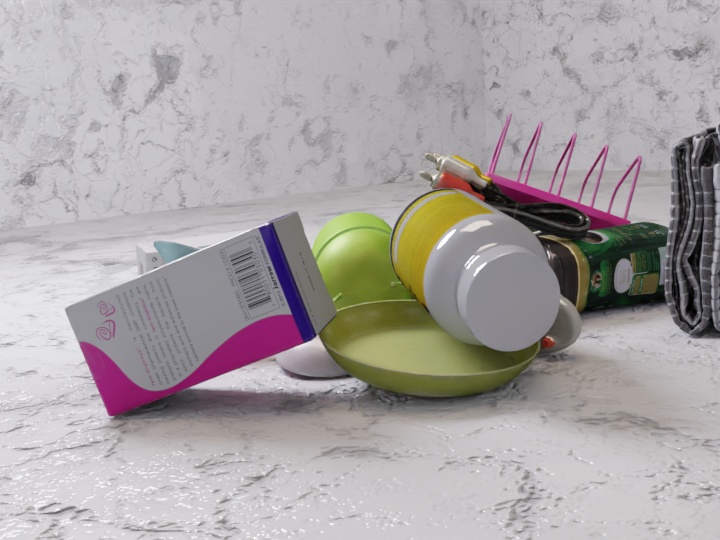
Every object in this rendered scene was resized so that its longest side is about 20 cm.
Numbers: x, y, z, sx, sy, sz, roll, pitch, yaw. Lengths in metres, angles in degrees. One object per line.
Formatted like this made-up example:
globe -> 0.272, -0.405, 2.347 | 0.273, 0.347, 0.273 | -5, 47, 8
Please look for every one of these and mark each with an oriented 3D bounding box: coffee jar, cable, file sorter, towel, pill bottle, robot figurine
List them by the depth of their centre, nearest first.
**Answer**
pill bottle -> 0.099, -0.001, 0.803 | 0.110, 0.114, 0.200 | -6, 16, -10
towel -> 0.362, -0.049, 0.933 | 0.084, 0.204, 0.165 | 0, 9, 32
cable -> 0.156, -0.078, 1.004 | 0.197, 0.051, 0.097 | 18, 32, 12
robot figurine -> 0.000, 0.000, 1.036 | 0.172, 0.118, 0.200 | -16, 14, -2
coffee jar -> 0.269, -0.001, 1.045 | 0.197, 0.087, 0.104 | -7, 17, -22
file sorter -> 0.268, -0.114, 1.261 | 0.197, 0.127, 0.139 | 19, -21, 4

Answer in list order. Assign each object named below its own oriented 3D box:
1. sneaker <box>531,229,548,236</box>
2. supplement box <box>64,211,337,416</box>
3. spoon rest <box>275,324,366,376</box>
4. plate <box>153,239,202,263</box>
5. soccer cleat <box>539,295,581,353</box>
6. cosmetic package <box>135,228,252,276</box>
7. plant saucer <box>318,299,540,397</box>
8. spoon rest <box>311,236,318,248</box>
sneaker -> 0.178, -0.060, 1.215 | 0.197, 0.091, 0.067 | 11, 43, 24
supplement box -> -0.134, 0.036, 0.787 | 0.197, 0.103, 0.103 | -21, 5, 12
spoon rest -> -0.056, 0.066, 0.927 | 0.098, 0.062, 0.199 | -10, 24, -28
plate -> -0.171, 0.013, 1.149 | 0.197, 0.026, 0.200 | 20, -13, 5
soccer cleat -> 0.149, 0.040, 0.917 | 0.077, 0.071, 0.198 | -7, 6, -38
cosmetic package -> -0.216, -0.007, 1.316 | 0.197, 0.087, 0.107 | -7, 10, -20
plant saucer -> 0.059, 0.069, 0.812 | 0.196, 0.032, 0.200 | 2, 15, -1
spoon rest -> -0.051, -0.015, 1.247 | 0.198, 0.061, 0.099 | -19, 52, -41
